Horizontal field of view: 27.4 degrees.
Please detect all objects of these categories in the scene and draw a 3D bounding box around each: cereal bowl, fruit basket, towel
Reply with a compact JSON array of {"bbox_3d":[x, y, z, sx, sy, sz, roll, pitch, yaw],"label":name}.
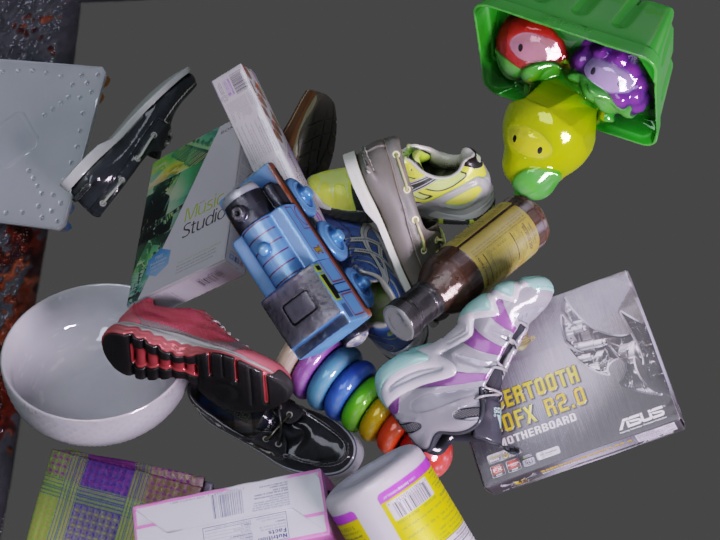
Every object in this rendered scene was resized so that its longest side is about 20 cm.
[{"bbox_3d":[-0.273,0.110,1.548,0.199,0.084,0.201,0,42,0],"label":"cereal bowl"},{"bbox_3d":[0.200,-0.180,1.480,0.214,0.156,0.217,-5,55,8],"label":"fruit basket"},{"bbox_3d":[-0.254,0.270,1.544,0.199,0.023,0.144,9,76,22],"label":"towel"}]

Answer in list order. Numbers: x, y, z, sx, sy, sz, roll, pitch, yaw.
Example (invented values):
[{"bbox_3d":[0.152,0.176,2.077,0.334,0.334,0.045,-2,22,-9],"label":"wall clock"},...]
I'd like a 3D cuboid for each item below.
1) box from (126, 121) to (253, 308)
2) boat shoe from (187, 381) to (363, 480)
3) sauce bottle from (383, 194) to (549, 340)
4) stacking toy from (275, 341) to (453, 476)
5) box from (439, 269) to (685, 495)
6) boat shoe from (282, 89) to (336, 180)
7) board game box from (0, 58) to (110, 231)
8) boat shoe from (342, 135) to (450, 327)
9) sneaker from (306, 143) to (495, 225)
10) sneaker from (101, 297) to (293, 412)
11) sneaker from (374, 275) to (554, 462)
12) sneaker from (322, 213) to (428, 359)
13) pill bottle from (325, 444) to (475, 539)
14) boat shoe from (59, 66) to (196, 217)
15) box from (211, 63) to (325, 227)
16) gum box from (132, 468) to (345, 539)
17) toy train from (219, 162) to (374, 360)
[{"bbox_3d":[-0.173,-0.058,1.562,0.144,0.036,0.201,-24,44,32],"label":"box"},{"bbox_3d":[-0.092,0.153,1.502,0.199,0.066,0.070,26,82,25],"label":"boat shoe"},{"bbox_3d":[0.101,-0.001,1.440,0.065,0.065,0.200,38,55,25],"label":"sauce bottle"},{"bbox_3d":[0.011,0.134,1.472,0.200,0.085,0.086,36,86,20],"label":"stacking toy"},{"bbox_3d":[0.193,0.109,1.429,0.199,0.048,0.159,-20,67,11],"label":"box"},{"bbox_3d":[-0.087,-0.101,1.582,0.074,0.076,0.201,14,77,26],"label":"boat shoe"},{"bbox_3d":[-0.402,-0.148,1.731,0.199,0.026,0.201,7,75,21],"label":"board game box"},{"bbox_3d":[0.050,-0.037,1.468,0.060,0.072,0.202,-25,108,5],"label":"boat shoe"},{"bbox_3d":[0.039,-0.097,1.524,0.199,0.077,0.076,-1,39,12],"label":"sneaker"},{"bbox_3d":[-0.154,0.073,1.478,0.199,0.074,0.087,17,44,9],"label":"sneaker"},{"bbox_3d":[0.124,0.107,1.391,0.200,0.078,0.140,-38,66,15],"label":"sneaker"},{"bbox_3d":[0.000,0.000,1.516,0.076,0.077,0.200,-40,63,4],"label":"sneaker"},{"bbox_3d":[0.059,0.270,1.365,0.104,0.104,0.201,-31,91,7],"label":"pill bottle"},{"bbox_3d":[-0.248,-0.145,1.660,0.060,0.076,0.200,46,79,-11],"label":"boat shoe"},{"bbox_3d":[-0.093,-0.118,1.526,0.041,0.039,0.201,-30,74,13],"label":"box"},{"bbox_3d":[-0.108,0.252,1.435,0.199,0.114,0.066,-12,68,6],"label":"gum box"},{"bbox_3d":[-0.063,-0.010,1.423,0.087,0.114,0.201,-35,82,18],"label":"toy train"}]
